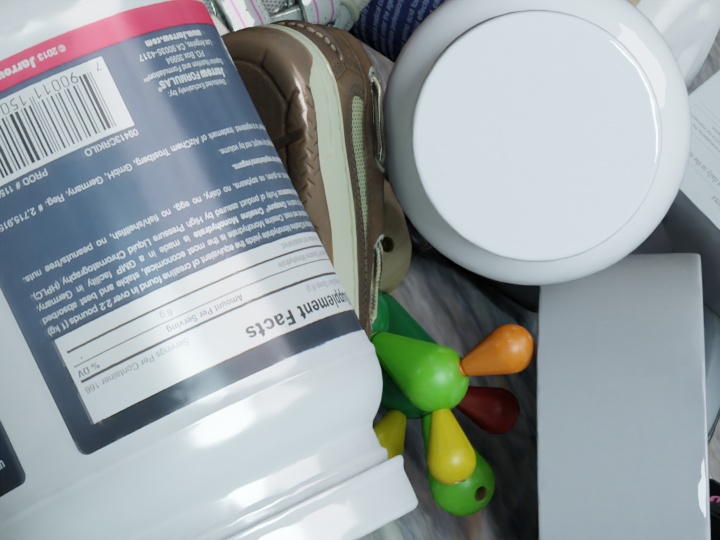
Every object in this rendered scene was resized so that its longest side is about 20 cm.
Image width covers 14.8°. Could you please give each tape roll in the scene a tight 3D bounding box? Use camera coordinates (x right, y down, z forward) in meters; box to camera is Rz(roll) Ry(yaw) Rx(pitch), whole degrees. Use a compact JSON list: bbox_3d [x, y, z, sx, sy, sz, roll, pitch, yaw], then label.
[{"bbox_3d":[0.108,0.093,1.122,0.200,0.066,0.201,-2,90,-83],"label":"tape roll"}]

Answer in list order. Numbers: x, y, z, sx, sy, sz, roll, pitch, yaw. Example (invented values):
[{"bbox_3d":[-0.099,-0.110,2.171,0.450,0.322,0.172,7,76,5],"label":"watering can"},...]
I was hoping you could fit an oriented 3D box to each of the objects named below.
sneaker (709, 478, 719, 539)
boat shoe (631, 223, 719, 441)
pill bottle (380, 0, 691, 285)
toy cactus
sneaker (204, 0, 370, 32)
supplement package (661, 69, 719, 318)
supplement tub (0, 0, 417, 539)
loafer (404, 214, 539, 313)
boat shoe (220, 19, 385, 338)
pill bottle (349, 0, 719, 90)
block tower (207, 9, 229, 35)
[{"bbox_3d":[0.181,0.125,1.233,0.079,0.096,0.200,7,18,-15],"label":"sneaker"},{"bbox_3d":[0.160,0.036,1.370,0.057,0.069,0.200,48,28,-26],"label":"boat shoe"},{"bbox_3d":[0.064,-0.054,1.027,0.113,0.112,0.200,60,6,-3],"label":"pill bottle"},{"bbox_3d":[0.000,0.000,1.114,0.200,0.102,0.165,44,21,-15],"label":"toy cactus"},{"bbox_3d":[-0.052,-0.113,1.112,0.081,0.088,0.200,59,27,-5],"label":"sneaker"},{"bbox_3d":[0.234,0.007,1.222,0.200,0.111,0.156,50,-4,28],"label":"supplement package"},{"bbox_3d":[-0.079,0.012,0.893,0.140,0.140,0.200,-18,81,-63],"label":"supplement tub"},{"bbox_3d":[0.081,-0.017,1.278,0.200,0.073,0.072,-6,75,-60],"label":"loafer"},{"bbox_3d":[-0.019,0.011,0.988,0.075,0.075,0.203,-25,124,-56],"label":"boat shoe"},{"bbox_3d":[0.051,-0.134,1.219,0.200,0.111,0.111,35,22,17],"label":"pill bottle"},{"bbox_3d":[-0.124,-0.123,0.989,0.200,0.054,0.058,47,-13,-10],"label":"block tower"}]
